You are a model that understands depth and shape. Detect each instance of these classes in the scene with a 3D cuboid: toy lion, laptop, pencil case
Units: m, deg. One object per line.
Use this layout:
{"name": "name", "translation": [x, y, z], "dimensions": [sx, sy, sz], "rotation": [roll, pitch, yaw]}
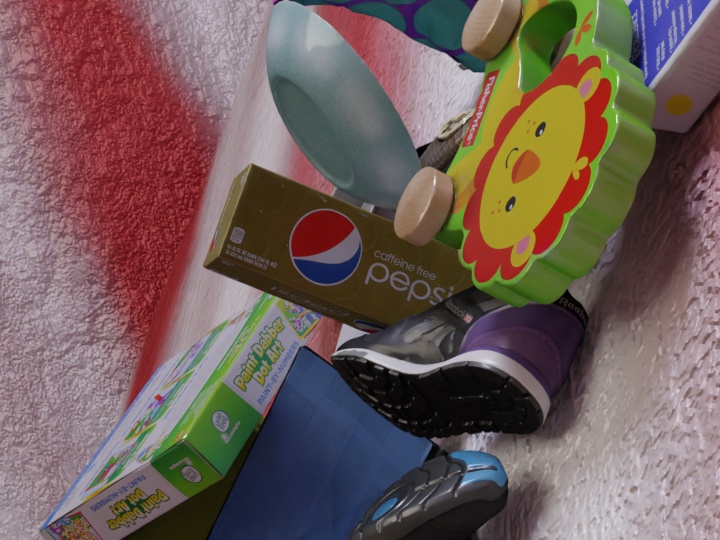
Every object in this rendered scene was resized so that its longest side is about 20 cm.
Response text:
{"name": "toy lion", "translation": [0.104, -0.077, 0.807], "dimensions": [0.191, 0.068, 0.202], "rotation": [-6, 62, 65]}
{"name": "laptop", "translation": [-0.023, 0.192, 0.938], "dimensions": [0.201, 0.115, 0.189], "rotation": [-97, 30, -63]}
{"name": "pencil case", "translation": [0.035, -0.228, 1.158], "dimensions": [0.085, 0.198, 0.093], "rotation": [-91, 24, -59]}

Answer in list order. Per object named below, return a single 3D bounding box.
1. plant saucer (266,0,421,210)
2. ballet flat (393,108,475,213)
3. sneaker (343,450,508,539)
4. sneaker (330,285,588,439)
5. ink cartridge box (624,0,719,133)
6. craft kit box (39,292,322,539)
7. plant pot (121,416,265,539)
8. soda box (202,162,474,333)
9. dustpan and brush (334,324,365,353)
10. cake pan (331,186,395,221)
{"name": "plant saucer", "translation": [-0.025, -0.121, 1.149], "dimensions": [0.039, 0.202, 0.201], "rotation": [-37, 6, -16]}
{"name": "ballet flat", "translation": [0.056, -0.095, 1.168], "dimensions": [0.067, 0.047, 0.200], "rotation": [-34, 0, -19]}
{"name": "sneaker", "translation": [0.022, 0.179, 0.838], "dimensions": [0.200, 0.082, 0.073], "rotation": [-41, 0, 29]}
{"name": "sneaker", "translation": [0.064, 0.050, 0.877], "dimensions": [0.199, 0.076, 0.088], "rotation": [-3, 43, 55]}
{"name": "ink cartridge box", "translation": [0.191, -0.179, 0.813], "dimensions": [0.201, 0.046, 0.199], "rotation": [121, 163, -45]}
{"name": "craft kit box", "translation": [-0.131, 0.109, 1.069], "dimensions": [0.197, 0.048, 0.201], "rotation": [-38, 14, 41]}
{"name": "plant pot", "translation": [-0.109, 0.216, 1.138], "dimensions": [0.194, 0.199, 0.200], "rotation": [-57, 13, -1]}
{"name": "soda box", "translation": [0.000, 0.000, 0.954], "dimensions": [0.064, 0.198, 0.068], "rotation": [158, 132, -72]}
{"name": "dustpan and brush", "translation": [0.033, 0.016, 1.145], "dimensions": [0.139, 0.057, 0.203], "rotation": [165, 118, -72]}
{"name": "cake pan", "translation": [-0.001, -0.046, 1.375], "dimensions": [0.200, 0.036, 0.202], "rotation": [-159, 90, -77]}
